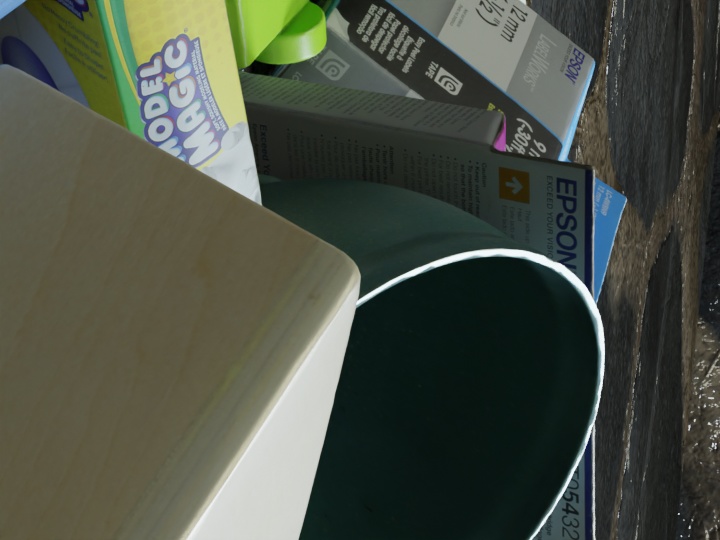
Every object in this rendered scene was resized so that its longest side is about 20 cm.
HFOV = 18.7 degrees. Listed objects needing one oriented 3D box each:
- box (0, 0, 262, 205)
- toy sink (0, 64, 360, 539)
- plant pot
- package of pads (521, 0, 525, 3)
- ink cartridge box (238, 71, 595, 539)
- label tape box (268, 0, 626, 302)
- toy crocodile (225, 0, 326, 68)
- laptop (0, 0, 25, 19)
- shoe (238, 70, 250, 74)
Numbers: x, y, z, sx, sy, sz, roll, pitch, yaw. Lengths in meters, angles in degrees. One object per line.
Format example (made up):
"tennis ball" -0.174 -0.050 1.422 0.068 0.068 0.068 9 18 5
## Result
"box" -0.086 -0.074 0.684 0.048 0.117 0.200 -30 134 -25
"toy sink" -0.088 0.065 0.564 0.130 0.112 0.200 -56 170 -26
"plant pot" -0.026 0.045 0.830 0.200 0.134 0.200 -26 136 -28
"package of pads" 0.052 -0.119 1.269 0.155 0.068 0.200 -70 161 -44
"ink cartridge box" 0.015 0.022 0.925 0.043 0.200 0.196 -41 136 -51
"label tape box" 0.062 -0.077 1.089 0.066 0.200 0.143 -49 -171 35
"toy crocodile" -0.034 -0.150 0.980 0.200 0.062 0.068 -60 152 -48
"laptop" -0.130 0.018 0.548 0.187 0.116 0.200 -48 140 -65
"shoe" 0.000 0.000 0.991 0.091 0.200 0.071 -54 -167 -2
